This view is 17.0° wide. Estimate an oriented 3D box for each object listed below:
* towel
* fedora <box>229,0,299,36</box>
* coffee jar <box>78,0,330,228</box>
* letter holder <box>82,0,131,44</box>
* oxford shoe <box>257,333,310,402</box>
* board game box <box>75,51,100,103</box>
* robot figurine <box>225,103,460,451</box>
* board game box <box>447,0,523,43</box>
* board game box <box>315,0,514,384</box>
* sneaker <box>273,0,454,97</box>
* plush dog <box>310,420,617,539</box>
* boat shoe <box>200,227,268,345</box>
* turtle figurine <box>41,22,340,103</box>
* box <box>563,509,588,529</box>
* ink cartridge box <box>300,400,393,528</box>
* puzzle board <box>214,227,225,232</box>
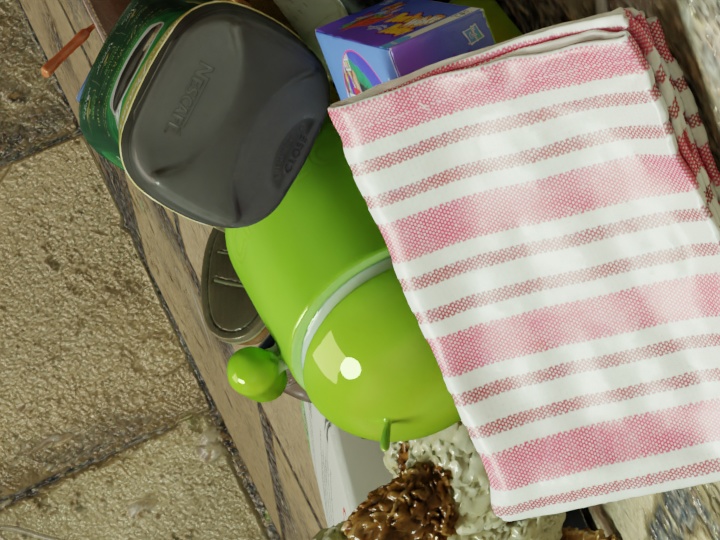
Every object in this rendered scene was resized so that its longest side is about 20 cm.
[{"bbox_3d":[0.083,0.004,0.968,0.030,0.146,0.201,-44,-65,-58],"label":"towel"},{"bbox_3d":[-0.048,-0.181,1.266,0.201,0.082,0.201,54,-179,-2],"label":"fedora"},{"bbox_3d":[-0.079,-0.083,1.194,0.085,0.105,0.200,27,-177,-17],"label":"coffee jar"},{"bbox_3d":[-0.107,-0.209,1.466,0.101,0.142,0.201,173,74,-80],"label":"letter holder"},{"bbox_3d":[0.000,0.000,1.354,0.071,0.073,0.200,-99,31,-54],"label":"oxford shoe"},{"bbox_3d":[-0.055,-0.061,1.425,0.200,0.035,0.135,18,-165,-45],"label":"board game box"},{"bbox_3d":[0.003,0.004,1.238,0.200,0.175,0.116,58,178,39],"label":"robot figurine"},{"bbox_3d":[0.087,-0.031,1.114,0.102,0.047,0.200,76,167,-45],"label":"board game box"},{"bbox_3d":[0.049,-0.018,1.067,0.134,0.045,0.201,-147,35,-73],"label":"board game box"},{"bbox_3d":[-0.011,-0.144,1.152,0.080,0.074,0.200,29,159,32],"label":"sneaker"},{"bbox_3d":[0.063,0.110,1.322,0.160,0.200,0.172,19,156,16],"label":"plush dog"},{"bbox_3d":[-0.052,-0.035,1.619,0.068,0.072,0.201,49,-130,-57],"label":"boat shoe"},{"bbox_3d":[-0.097,-0.123,1.576,0.161,0.200,0.065,30,125,34],"label":"turtle figurine"},{"bbox_3d":[0.117,0.200,1.501,0.200,0.049,0.162,114,136,-78],"label":"box"},{"bbox_3d":[0.016,0.120,1.551,0.146,0.084,0.200,87,170,-48],"label":"ink cartridge box"},{"bbox_3d":[-0.022,-0.023,1.470,0.200,0.017,0.151,25,-167,-26],"label":"puzzle board"}]
